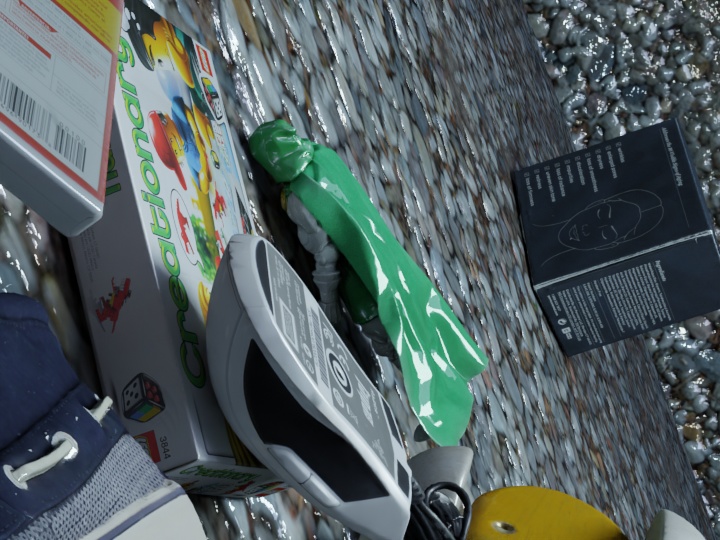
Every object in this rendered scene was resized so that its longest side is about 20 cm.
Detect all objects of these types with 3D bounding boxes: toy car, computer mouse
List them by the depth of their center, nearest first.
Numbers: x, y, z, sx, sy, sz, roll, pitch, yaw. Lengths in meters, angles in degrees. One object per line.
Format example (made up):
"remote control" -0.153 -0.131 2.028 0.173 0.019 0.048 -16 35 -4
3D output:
"computer mouse" -0.010 0.069 0.607 0.200 0.044 0.110 55 14 -32
"toy car" 0.078 0.186 0.785 0.200 0.174 0.151 -43 149 -76

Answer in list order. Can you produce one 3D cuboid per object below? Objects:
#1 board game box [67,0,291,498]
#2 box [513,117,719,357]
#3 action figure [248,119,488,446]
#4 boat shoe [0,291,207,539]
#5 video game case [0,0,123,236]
"board game box" -0.076 -0.012 0.638 0.126 0.034 0.201 27 46 -70
"box" 0.288 -0.038 1.762 0.201 0.195 0.124 -93 159 -48
"action figure" 0.000 0.000 0.882 0.201 0.054 0.118 58 19 -21
"boat shoe" -0.110 0.061 0.368 0.093 0.075 0.200 55 13 4
"video game case" -0.133 -0.120 0.526 0.143 0.017 0.201 42 29 -34
